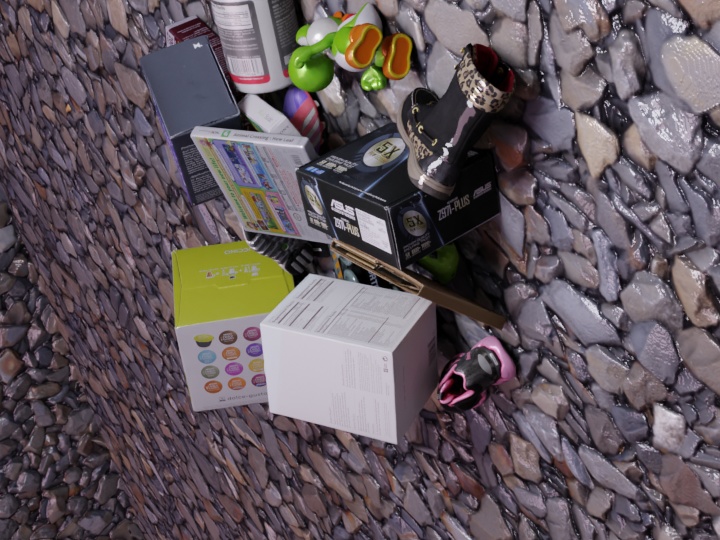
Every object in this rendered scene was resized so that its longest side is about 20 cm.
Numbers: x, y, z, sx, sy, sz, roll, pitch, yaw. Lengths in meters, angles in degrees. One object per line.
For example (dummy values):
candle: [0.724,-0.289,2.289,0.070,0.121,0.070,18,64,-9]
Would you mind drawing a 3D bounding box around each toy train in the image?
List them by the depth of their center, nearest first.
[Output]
toy train: [0.000,0.000,1.690,0.114,0.085,0.201,31,141,60]

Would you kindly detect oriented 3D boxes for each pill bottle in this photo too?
pill bottle: [-0.144,-0.353,1.566,0.111,0.110,0.201,29,139,47]

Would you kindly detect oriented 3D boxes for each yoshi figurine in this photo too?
yoshi figurine: [-0.027,-0.265,1.455,0.200,0.112,0.113,22,140,56]

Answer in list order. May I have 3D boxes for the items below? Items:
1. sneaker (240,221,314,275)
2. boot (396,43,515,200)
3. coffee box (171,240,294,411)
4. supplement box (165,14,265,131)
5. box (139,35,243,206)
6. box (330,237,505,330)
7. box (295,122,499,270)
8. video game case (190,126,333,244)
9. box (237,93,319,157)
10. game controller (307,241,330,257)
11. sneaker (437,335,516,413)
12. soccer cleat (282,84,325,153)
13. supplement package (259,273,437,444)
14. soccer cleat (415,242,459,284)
sneaker: [-0.157,-0.070,1.770,0.115,0.075,0.200,38,171,35]
boot: [0.107,-0.190,1.307,0.151,0.073,0.200,-57,18,32]
coffee box: [-0.201,0.085,1.915,0.200,0.199,0.198,-104,7,-50]
supplement box: [-0.230,-0.302,1.823,0.200,0.061,0.109,44,149,28]
box: [-0.232,-0.212,1.651,0.200,0.104,0.148,85,163,-63]
box: [0.076,0.018,1.472,0.163,0.021,0.200,28,-177,40]
box: [0.044,-0.098,1.422,0.200,0.163,0.086,27,138,49]
video game case: [-0.116,-0.113,1.554,0.181,0.022,0.200,9,146,29]
box: [-0.082,-0.151,1.592,0.200,0.036,0.144,51,176,-32]
game controller: [-0.078,-0.068,1.816,0.104,0.042,0.200,55,157,-19]
sneaker: [0.135,0.157,1.582,0.079,0.095,0.200,53,154,12]
soccer cleat: [-0.098,-0.180,1.687,0.067,0.076,0.201,41,148,32]
supplement package: [-0.012,0.118,1.594,0.199,0.151,0.152,11,123,24]
soccer cleat: [0.057,-0.057,1.553,0.200,0.067,0.081,46,162,27]
